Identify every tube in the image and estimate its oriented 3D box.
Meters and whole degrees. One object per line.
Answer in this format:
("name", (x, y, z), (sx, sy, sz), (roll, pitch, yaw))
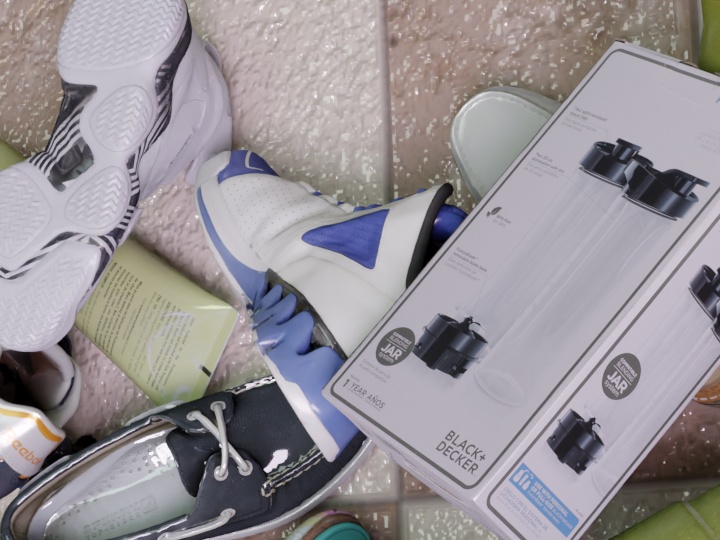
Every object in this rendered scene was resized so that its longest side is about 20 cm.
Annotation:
("tube", (-0.147, 0.000, 1.028), (0.200, 0.058, 0.052), (37, 68, 26))

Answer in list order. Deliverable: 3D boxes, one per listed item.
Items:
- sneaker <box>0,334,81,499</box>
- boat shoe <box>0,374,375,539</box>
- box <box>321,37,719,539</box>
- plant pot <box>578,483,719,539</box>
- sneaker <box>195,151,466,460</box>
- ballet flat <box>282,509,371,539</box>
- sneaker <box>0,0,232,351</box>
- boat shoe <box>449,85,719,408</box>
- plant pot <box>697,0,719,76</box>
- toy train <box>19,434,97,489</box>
("sneaker", (-0.191, 0.039, 1.005), (0.079, 0.078, 0.200), (-30, 42, 12))
("boat shoe", (-0.082, 0.100, 0.948), (0.200, 0.060, 0.076), (-31, 65, 5))
("box", (0.092, 0.009, 0.777), (0.200, 0.060, 0.117), (-51, 37, -8))
("plant pot", (0.216, 0.123, 0.745), (0.190, 0.200, 0.200), (-42, 64, 3))
("sneaker", (0.000, 0.000, 0.905), (0.115, 0.081, 0.199), (-28, 35, -2))
("ballet flat", (-0.048, 0.210, 0.932), (0.071, 0.069, 0.200), (7, 84, 55))
("sneaker", (-0.122, -0.045, 0.974), (0.075, 0.115, 0.200), (16, 81, 22))
("boat shoe", (0.108, -0.020, 0.879), (0.200, 0.068, 0.075), (44, 102, 27))
("plant pot", (0.218, -0.161, 0.789), (0.200, 0.200, 0.193), (14, 98, 29))
("toy train", (-0.220, 0.097, 1.055), (0.200, 0.034, 0.046), (10, 90, 30))
